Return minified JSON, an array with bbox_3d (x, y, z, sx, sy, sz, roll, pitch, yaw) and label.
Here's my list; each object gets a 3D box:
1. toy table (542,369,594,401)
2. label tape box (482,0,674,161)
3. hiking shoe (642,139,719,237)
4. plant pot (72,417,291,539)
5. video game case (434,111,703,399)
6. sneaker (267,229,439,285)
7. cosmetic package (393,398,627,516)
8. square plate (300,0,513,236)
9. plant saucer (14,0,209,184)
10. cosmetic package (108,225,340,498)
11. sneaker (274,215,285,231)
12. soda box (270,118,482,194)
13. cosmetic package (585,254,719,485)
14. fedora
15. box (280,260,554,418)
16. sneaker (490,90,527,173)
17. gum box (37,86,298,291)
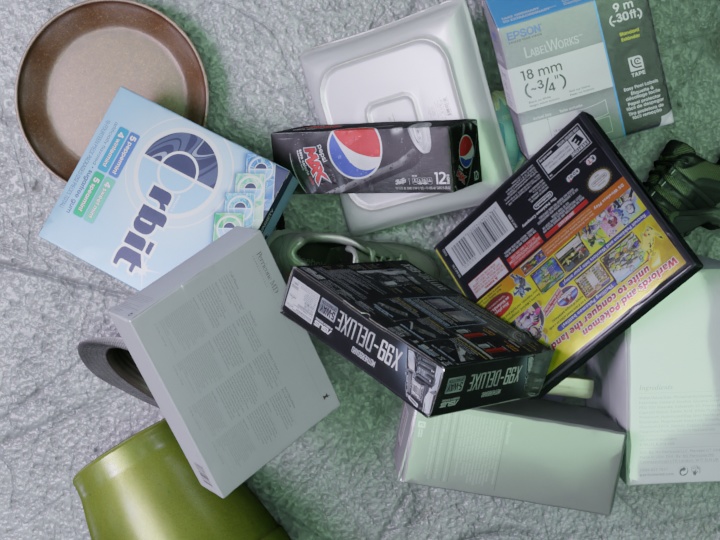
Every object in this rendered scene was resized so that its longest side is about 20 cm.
[{"bbox_3d":[0.133,0.101,1.230,0.199,0.117,0.185,-5,95,-1],"label":"toy table"},{"bbox_3d":[0.200,-0.219,1.136,0.143,0.063,0.201,-16,106,4],"label":"label tape box"},{"bbox_3d":[0.315,-0.080,1.243,0.199,0.076,0.101,-14,87,-8],"label":"hiking shoe"},{"bbox_3d":[-0.189,0.258,1.216,0.200,0.200,0.193,-32,84,3],"label":"plant pot"},{"bbox_3d":[0.184,-0.013,1.107,0.200,0.025,0.181,-43,62,25],"label":"video game case"},{"bbox_3d":[0.000,0.000,1.206,0.199,0.092,0.076,4,86,-26],"label":"sneaker"},{"bbox_3d":[0.137,0.162,1.126,0.199,0.107,0.091,13,95,-1],"label":"cosmetic package"},{"bbox_3d":[0.040,-0.147,1.204,0.197,0.028,0.201,-12,97,32],"label":"square plate"},{"bbox_3d":[-0.253,-0.178,1.241,0.199,0.037,0.202,0,95,0],"label":"plant saucer"},{"bbox_3d":[-0.120,0.083,1.109,0.151,0.052,0.201,-35,116,-25],"label":"cosmetic package"},{"bbox_3d":[-0.117,0.005,1.256,0.088,0.077,0.201,-7,98,32],"label":"sneaker"},{"bbox_3d":[0.013,-0.110,1.170,0.199,0.071,0.064,1,103,29],"label":"soda box"},{"bbox_3d":[0.297,0.087,1.186,0.122,0.199,0.201,-3,95,0],"label":"cosmetic package"},{"bbox_3d":[-0.177,0.085,1.222,0.199,0.177,0.091,20,65,11],"label":"fedora"},{"bbox_3d":[0.050,0.054,1.089,0.200,0.157,0.050,32,114,37],"label":"box"},{"bbox_3d":[0.146,-0.170,1.224,0.130,0.080,0.201,31,94,-4],"label":"sneaker"},{"bbox_3d":[-0.187,-0.060,1.175,0.199,0.045,0.171,27,85,14],"label":"gum box"}]
